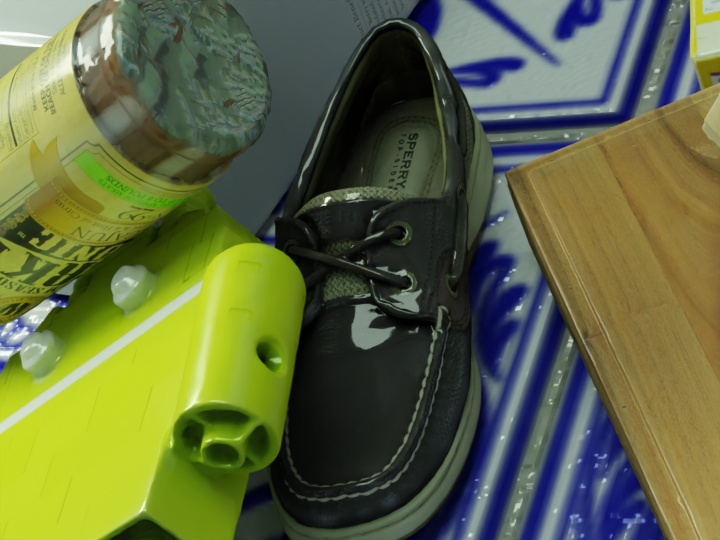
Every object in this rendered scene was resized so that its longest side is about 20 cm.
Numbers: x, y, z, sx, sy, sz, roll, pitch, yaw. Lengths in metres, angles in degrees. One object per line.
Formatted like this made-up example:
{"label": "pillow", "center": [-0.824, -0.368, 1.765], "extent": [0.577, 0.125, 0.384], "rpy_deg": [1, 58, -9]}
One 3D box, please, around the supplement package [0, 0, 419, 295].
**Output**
{"label": "supplement package", "center": [-0.075, -0.100, 0.965], "extent": [0.119, 0.121, 0.200], "rpy_deg": [7, 47, 33]}

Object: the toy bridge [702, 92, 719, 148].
{"label": "toy bridge", "center": [0.184, 0.006, 0.752], "extent": [0.067, 0.027, 0.200], "rpy_deg": [-6, 40, -44]}

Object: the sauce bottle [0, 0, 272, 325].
{"label": "sauce bottle", "center": [-0.110, -0.021, 0.853], "extent": [0.200, 0.065, 0.065], "rpy_deg": [-33, 26, 41]}

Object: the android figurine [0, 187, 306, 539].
{"label": "android figurine", "center": [-0.079, 0.055, 0.807], "extent": [0.182, 0.041, 0.200], "rpy_deg": [-33, 31, 37]}

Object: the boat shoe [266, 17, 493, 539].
{"label": "boat shoe", "center": [0.000, 0.000, 0.855], "extent": [0.073, 0.065, 0.200], "rpy_deg": [-10, 41, 14]}

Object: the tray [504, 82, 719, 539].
{"label": "tray", "center": [0.116, 0.019, 0.798], "extent": [0.098, 0.037, 0.200], "rpy_deg": [-22, 37, 2]}

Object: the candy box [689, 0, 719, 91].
{"label": "candy box", "center": [0.166, -0.138, 0.963], "extent": [0.102, 0.026, 0.200], "rpy_deg": [-9, 41, 14]}
